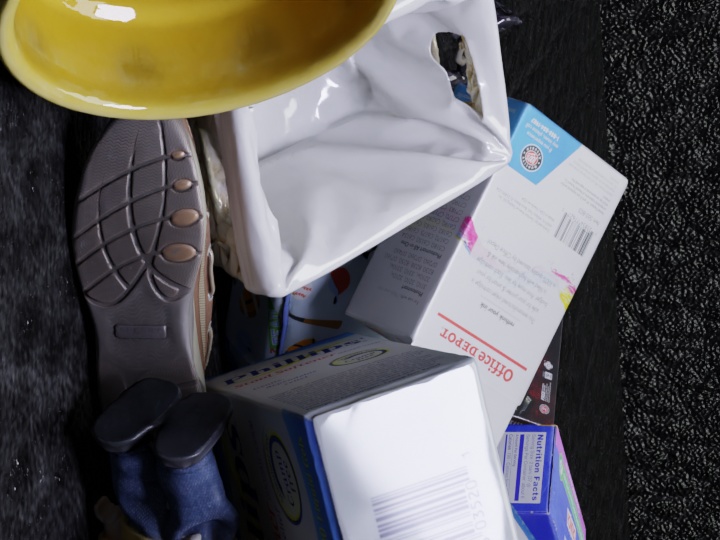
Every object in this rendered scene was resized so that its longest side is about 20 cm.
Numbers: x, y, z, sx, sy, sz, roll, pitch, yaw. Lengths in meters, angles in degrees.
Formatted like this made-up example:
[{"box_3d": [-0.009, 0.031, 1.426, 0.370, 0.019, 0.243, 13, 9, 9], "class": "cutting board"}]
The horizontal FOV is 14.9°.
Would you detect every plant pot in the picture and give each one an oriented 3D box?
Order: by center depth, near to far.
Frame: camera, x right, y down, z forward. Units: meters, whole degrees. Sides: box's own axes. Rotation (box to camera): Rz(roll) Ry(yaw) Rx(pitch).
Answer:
[{"box_3d": [-0.093, -0.204, 1.352, 0.201, 0.200, 0.190, 62, 14, -64], "class": "plant pot"}]

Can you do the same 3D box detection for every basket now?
[{"box_3d": [-0.028, -0.094, 1.577, 0.199, 0.123, 0.136, -30, 124, -33], "class": "basket"}]

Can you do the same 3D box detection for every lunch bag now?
[{"box_3d": [0.000, 0.000, 1.756, 0.076, 0.159, 0.201, 50, -40, 40], "class": "lunch bag"}]

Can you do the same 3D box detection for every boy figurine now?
[{"box_3d": [-0.086, 0.160, 1.491, 0.064, 0.124, 0.201, -49, 138, -42], "class": "boy figurine"}]

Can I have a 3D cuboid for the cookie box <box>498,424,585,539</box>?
[{"box_3d": [0.050, 0.176, 1.935, 0.171, 0.199, 0.076, 71, 23, -57], "class": "cookie box"}]

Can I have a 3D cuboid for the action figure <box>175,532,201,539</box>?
[{"box_3d": [-0.116, 0.199, 1.410, 0.200, 0.101, 0.120, 37, 42, -73], "class": "action figure"}]

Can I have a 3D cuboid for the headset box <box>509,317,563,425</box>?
[{"box_3d": [0.038, 0.044, 1.951, 0.075, 0.199, 0.149, 122, -17, -49], "class": "headset box"}]

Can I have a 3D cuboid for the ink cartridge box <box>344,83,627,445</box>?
[{"box_3d": [0.069, 0.003, 1.681, 0.115, 0.068, 0.201, 33, 81, -43], "class": "ink cartridge box"}]

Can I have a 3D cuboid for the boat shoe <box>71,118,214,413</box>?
[{"box_3d": [-0.115, -0.004, 1.502, 0.072, 0.075, 0.201, -74, 169, -63], "class": "boat shoe"}]

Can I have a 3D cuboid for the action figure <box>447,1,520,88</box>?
[{"box_3d": [0.034, -0.110, 1.896, 0.102, 0.119, 0.200, 10, 119, -54], "class": "action figure"}]

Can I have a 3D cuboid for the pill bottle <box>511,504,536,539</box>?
[{"box_3d": [0.035, 0.155, 1.708, 0.201, 0.112, 0.112, 56, 13, 2], "class": "pill bottle"}]

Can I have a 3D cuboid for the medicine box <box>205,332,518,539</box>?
[{"box_3d": [0.004, 0.140, 1.497, 0.200, 0.102, 0.183, -173, -112, -70], "class": "medicine box"}]
